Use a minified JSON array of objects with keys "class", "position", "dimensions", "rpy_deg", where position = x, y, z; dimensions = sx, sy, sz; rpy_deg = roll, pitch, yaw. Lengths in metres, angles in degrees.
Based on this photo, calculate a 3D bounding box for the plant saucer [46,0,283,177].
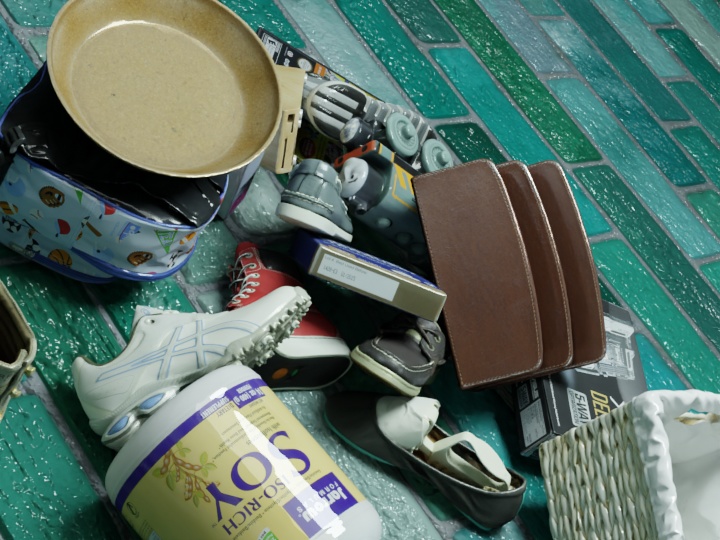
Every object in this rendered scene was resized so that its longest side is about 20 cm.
[{"class":"plant saucer","position":[-0.162,-0.151,1.239],"dimensions":[0.199,0.035,0.201],"rpy_deg":[13,55,-19]}]

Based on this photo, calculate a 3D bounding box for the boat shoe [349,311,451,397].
[{"class":"boat shoe","position":[0.043,0.068,1.368],"dimensions":[0.073,0.065,0.200],"rpy_deg":[34,7,8]}]

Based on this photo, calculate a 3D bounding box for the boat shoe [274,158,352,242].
[{"class":"boat shoe","position":[-0.037,-0.067,1.415],"dimensions":[0.073,0.062,0.200],"rpy_deg":[18,0,5]}]

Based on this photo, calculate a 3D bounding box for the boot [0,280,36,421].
[{"class":"boot","position":[-0.266,0.115,1.011],"dimensions":[0.072,0.155,0.200],"rpy_deg":[11,43,-34]}]

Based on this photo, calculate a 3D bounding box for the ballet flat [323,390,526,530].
[{"class":"ballet flat","position":[0.065,0.153,1.347],"dimensions":[0.200,0.068,0.068],"rpy_deg":[33,36,-8]}]

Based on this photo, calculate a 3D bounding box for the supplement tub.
[{"class":"supplement tub","position":[-0.076,0.186,1.114],"dimensions":[0.200,0.146,0.145],"rpy_deg":[47,35,13]}]

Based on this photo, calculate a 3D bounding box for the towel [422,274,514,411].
[{"class":"towel","position":[0.152,0.072,1.562],"dimensions":[0.146,0.022,0.200],"rpy_deg":[-17,61,-50]}]

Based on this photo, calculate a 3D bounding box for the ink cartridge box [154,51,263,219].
[{"class":"ink cartridge box","position":[-0.143,-0.129,1.375],"dimensions":[0.119,0.200,0.042],"rpy_deg":[41,70,2]}]

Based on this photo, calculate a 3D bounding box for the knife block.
[{"class":"knife block","position":[-0.142,-0.164,1.460],"dimensions":[0.175,0.064,0.200],"rpy_deg":[7,23,-3]}]

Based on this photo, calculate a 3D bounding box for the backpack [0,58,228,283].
[{"class":"backpack","position":[-0.213,-0.077,1.282],"dimensions":[0.190,0.154,0.200],"rpy_deg":[26,42,-4]}]

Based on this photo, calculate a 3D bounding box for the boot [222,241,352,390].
[{"class":"boot","position":[-0.110,0.033,1.326],"dimensions":[0.200,0.072,0.145],"rpy_deg":[7,45,-49]}]

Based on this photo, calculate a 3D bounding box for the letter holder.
[{"class":"letter holder","position":[0.143,-0.001,1.401],"dimensions":[0.101,0.142,0.201],"rpy_deg":[25,52,-76]}]

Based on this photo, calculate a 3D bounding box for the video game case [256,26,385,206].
[{"class":"video game case","position":[-0.054,-0.165,1.637],"dimensions":[0.180,0.026,0.200],"rpy_deg":[30,35,-13]}]

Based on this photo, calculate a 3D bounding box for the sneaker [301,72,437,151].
[{"class":"sneaker","position":[-0.006,-0.161,1.595],"dimensions":[0.115,0.075,0.200],"rpy_deg":[33,1,44]}]

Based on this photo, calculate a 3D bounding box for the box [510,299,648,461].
[{"class":"box","position":[0.217,0.109,1.510],"dimensions":[0.157,0.050,0.201],"rpy_deg":[22,45,-31]}]

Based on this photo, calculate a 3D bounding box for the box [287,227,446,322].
[{"class":"box","position":[0.000,0.000,1.392],"dimensions":[0.121,0.033,0.200],"rpy_deg":[21,2,-11]}]

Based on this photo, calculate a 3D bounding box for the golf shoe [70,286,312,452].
[{"class":"golf shoe","position":[-0.135,0.054,1.187],"dimensions":[0.200,0.078,0.097],"rpy_deg":[-34,77,-14]}]

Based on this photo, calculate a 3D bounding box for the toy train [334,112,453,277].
[{"class":"toy train","position":[0.053,-0.072,1.514],"dimensions":[0.200,0.085,0.114],"rpy_deg":[34,48,-36]}]

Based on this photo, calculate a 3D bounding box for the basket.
[{"class":"basket","position":[0.282,0.222,1.340],"dimensions":[0.198,0.161,0.201],"rpy_deg":[7,67,-38]}]
